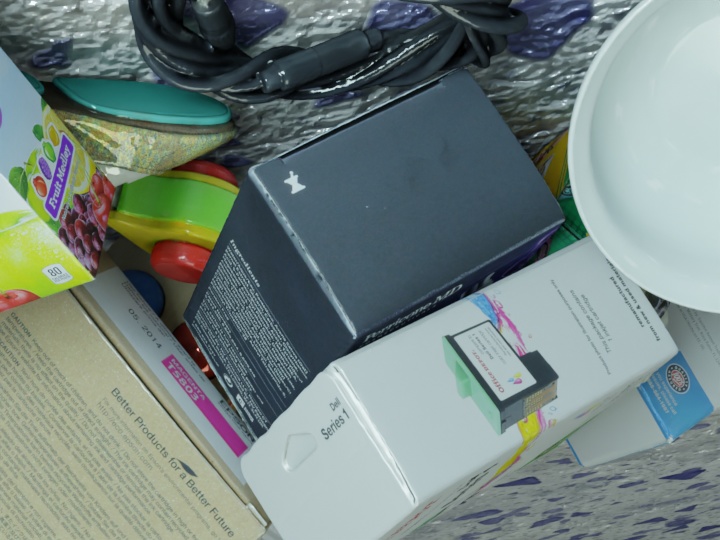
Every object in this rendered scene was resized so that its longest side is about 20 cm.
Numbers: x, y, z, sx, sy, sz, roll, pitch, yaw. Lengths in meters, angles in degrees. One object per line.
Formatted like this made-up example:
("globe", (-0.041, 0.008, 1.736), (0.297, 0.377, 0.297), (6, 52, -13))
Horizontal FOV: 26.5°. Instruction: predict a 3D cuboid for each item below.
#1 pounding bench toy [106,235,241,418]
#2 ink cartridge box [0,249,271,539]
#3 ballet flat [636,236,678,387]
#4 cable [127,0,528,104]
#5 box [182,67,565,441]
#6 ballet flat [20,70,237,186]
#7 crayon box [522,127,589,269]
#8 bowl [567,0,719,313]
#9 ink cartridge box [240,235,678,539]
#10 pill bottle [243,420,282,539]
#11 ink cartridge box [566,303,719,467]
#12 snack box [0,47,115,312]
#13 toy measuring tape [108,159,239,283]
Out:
("pounding bench toy", (-0.169, 0.106, 1.016), (0.124, 0.201, 0.156), (34, 158, 5))
("ink cartridge box", (-0.162, 0.112, 0.910), (0.164, 0.201, 0.075), (-39, 179, 17))
("ballet flat", (0.145, 0.047, 0.941), (0.071, 0.073, 0.200), (2, 153, -31))
("cable", (-0.013, -0.118, 0.740), (0.162, 0.051, 0.199), (-25, 157, 35))
("box", (0.000, 0.000, 0.860), (0.147, 0.105, 0.200), (-28, 167, -25))
("ballet flat", (-0.159, -0.068, 0.766), (0.198, 0.072, 0.071), (6, 155, -34))
("crayon box", (0.109, -0.018, 0.970), (0.058, 0.119, 0.200), (39, 145, -8))
("bowl", (0.207, -0.085, 0.825), (0.198, 0.091, 0.204), (1, 117, 2))
("ink cartridge box", (0.052, 0.076, 0.835), (0.199, 0.085, 0.145), (-24, 165, -34))
("pill bottle", (-0.017, 0.105, 1.116), (0.115, 0.201, 0.116), (28, 166, 8))
("ink cartridge box", (0.223, 0.026, 1.064), (0.199, 0.130, 0.125), (-28, 175, -25))
("snack box", (-0.231, -0.056, 0.660), (0.167, 0.068, 0.201), (-18, 131, 21))
("toy measuring tape", (-0.113, -0.043, 0.875), (0.073, 0.074, 0.200), (-17, 152, 20))
